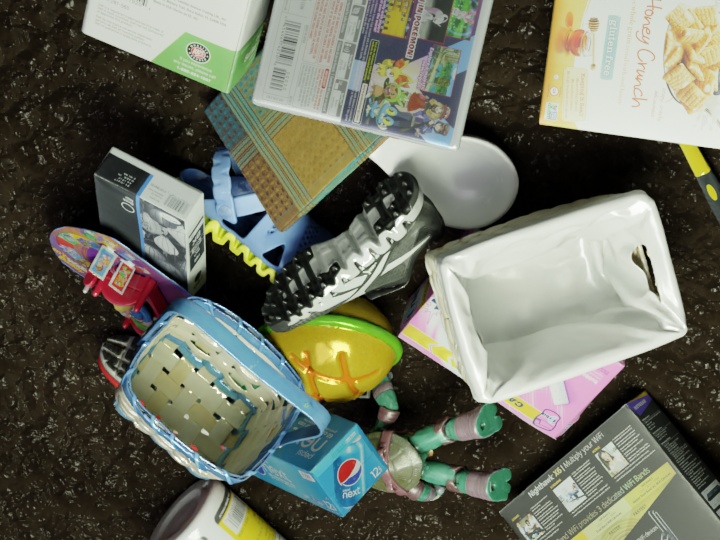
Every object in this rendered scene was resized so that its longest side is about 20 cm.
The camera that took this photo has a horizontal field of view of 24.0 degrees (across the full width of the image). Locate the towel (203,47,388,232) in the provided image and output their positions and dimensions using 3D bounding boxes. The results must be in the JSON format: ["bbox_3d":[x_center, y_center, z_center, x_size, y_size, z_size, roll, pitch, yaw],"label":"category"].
[{"bbox_3d":[-0.043,-0.148,1.509,0.200,0.022,0.147,-41,73,31],"label":"towel"}]

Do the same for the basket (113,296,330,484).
[{"bbox_3d":[-0.133,0.104,1.547,0.176,0.140,0.200,42,155,-12],"label":"basket"}]

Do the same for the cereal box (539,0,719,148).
[{"bbox_3d":[0.257,-0.181,1.418,0.198,0.040,0.146,8,99,9],"label":"cereal box"}]

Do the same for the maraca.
[{"bbox_3d":[-0.047,0.079,1.655,0.137,0.108,0.199,29,148,-34],"label":"maraca"}]

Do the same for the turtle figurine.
[{"bbox_3d":[0.048,0.179,1.679,0.198,0.101,0.151,-1,122,36],"label":"turtle figurine"}]

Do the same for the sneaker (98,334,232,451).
[{"bbox_3d":[-0.194,0.146,1.754,0.199,0.077,0.085,35,129,-10],"label":"sneaker"}]

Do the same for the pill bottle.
[{"bbox_3d":[-0.124,0.326,1.832,0.200,0.112,0.111,44,122,-16],"label":"pill bottle"}]

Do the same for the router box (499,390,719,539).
[{"bbox_3d":[0.257,0.242,1.683,0.158,0.052,0.200,52,124,10],"label":"router box"}]

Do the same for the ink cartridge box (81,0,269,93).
[{"bbox_3d":[-0.143,-0.276,1.447,0.145,0.085,0.201,23,125,5],"label":"ink cartridge box"}]

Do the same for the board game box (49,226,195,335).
[{"bbox_3d":[-0.224,0.031,1.646,0.199,0.039,0.158,38,157,-21],"label":"board game box"}]

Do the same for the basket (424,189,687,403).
[{"bbox_3d":[0.166,0.018,1.495,0.198,0.123,0.137,-18,97,-7],"label":"basket"}]

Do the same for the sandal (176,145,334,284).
[{"bbox_3d":[-0.087,-0.050,1.597,0.199,0.080,0.087,28,121,-8],"label":"sandal"}]

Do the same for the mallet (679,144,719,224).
[{"bbox_3d":[0.308,-0.097,1.498,0.066,0.041,0.200,-29,117,25],"label":"mallet"}]

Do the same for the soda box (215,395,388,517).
[{"bbox_3d":[-0.064,0.170,1.644,0.199,0.068,0.064,15,144,55],"label":"soda box"}]

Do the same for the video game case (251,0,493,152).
[{"bbox_3d":[0.017,-0.218,1.427,0.180,0.023,0.202,13,89,4],"label":"video game case"}]

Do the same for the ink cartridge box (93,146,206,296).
[{"bbox_3d":[-0.195,-0.032,1.594,0.099,0.039,0.201,26,154,10],"label":"ink cartridge box"}]

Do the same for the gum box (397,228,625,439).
[{"bbox_3d":[0.151,0.062,1.617,0.199,0.066,0.114,33,123,-9],"label":"gum box"}]

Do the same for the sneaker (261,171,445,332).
[{"bbox_3d":[0.000,0.000,1.552,0.200,0.067,0.090,-41,134,16],"label":"sneaker"}]

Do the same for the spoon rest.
[{"bbox_3d":[0.052,-0.106,1.535,0.199,0.061,0.100,32,125,-8],"label":"spoon rest"}]
